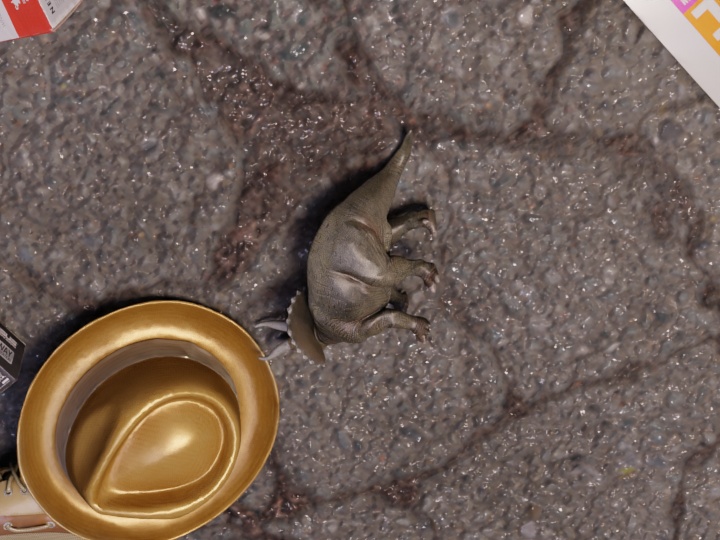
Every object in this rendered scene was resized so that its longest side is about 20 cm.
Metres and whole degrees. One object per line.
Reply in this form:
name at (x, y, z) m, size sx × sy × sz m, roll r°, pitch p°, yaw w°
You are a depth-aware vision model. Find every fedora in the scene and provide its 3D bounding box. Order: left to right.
fedora at (-0.148, 0.123, 1.130) m, size 0.198 × 0.082 × 0.204 m, roll -4°, pitch 107°, yaw -14°

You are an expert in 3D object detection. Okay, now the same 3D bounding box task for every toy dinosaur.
toy dinosaur at (0.000, 0.000, 1.097) m, size 0.101 × 0.077 × 0.202 m, roll 4°, pitch 126°, yaw -21°

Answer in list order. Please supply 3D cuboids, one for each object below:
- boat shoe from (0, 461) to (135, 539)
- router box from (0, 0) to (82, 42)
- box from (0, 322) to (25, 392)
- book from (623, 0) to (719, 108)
boat shoe at (-0.258, 0.177, 1.194) m, size 0.198 × 0.076 × 0.074 m, roll 13°, pitch 118°, yaw -21°
router box at (-0.280, -0.225, 0.919) m, size 0.177 × 0.049 × 0.202 m, roll -6°, pitch 124°, yaw 28°
box at (-0.369, 0.072, 1.132) m, size 0.199 × 0.050 × 0.158 m, roll -37°, pitch 116°, yaw 17°
book at (0.250, -0.190, 1.018) m, size 0.133 × 0.048 × 0.200 m, roll -42°, pitch 113°, yaw 16°
